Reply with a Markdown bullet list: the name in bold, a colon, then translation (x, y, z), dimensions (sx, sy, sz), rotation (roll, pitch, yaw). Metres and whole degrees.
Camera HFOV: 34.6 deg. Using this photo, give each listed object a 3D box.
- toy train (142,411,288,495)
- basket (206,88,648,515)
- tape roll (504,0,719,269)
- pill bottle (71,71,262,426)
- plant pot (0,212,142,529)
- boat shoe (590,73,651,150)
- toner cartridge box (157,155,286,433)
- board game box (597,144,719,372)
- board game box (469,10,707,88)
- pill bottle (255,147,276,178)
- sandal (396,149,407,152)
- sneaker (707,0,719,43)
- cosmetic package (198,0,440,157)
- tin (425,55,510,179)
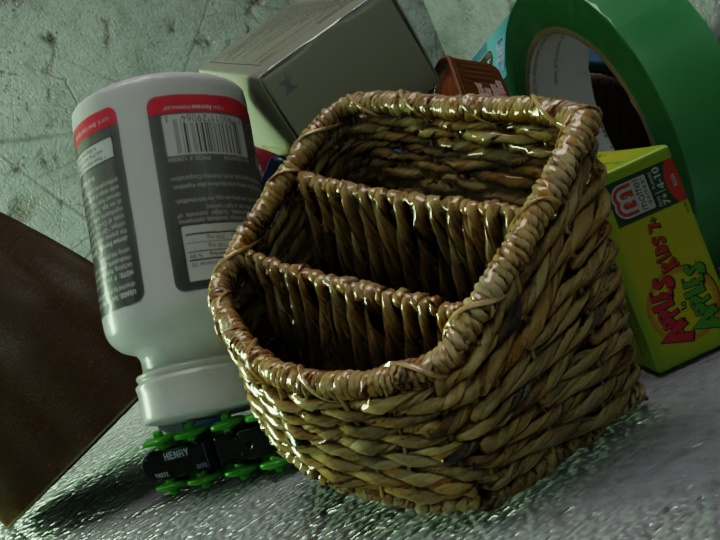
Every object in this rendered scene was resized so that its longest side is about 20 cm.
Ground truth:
- **toy train**: translation (-0.050, 0.097, 0.688), dimensions (0.200, 0.042, 0.056), rotation (-18, -1, 36)
- **basket**: translation (0.011, 0.007, 0.543), dimensions (0.143, 0.149, 0.200), rotation (-27, 25, -29)
- **tape roll**: translation (0.159, -0.085, 0.700), dimensions (0.048, 0.201, 0.200), rotation (-26, 8, -12)
- **pill bottle**: translation (-0.108, -0.010, 0.711), dimensions (0.111, 0.200, 0.111), rotation (-11, -10, -2)
- **plant pot**: translation (-0.252, 0.046, 0.823), dimensions (0.187, 0.200, 0.187), rotation (-45, 3, 3)
- **boat shoe**: translation (0.189, -0.098, 0.881), dimensions (0.202, 0.075, 0.075), rotation (17, -2, -40)
- **toner cartridge box**: translation (-0.078, 0.019, 0.811), dimensions (0.095, 0.043, 0.200), rotation (-75, 8, -84)
- **board game box**: translation (0.131, -0.013, 0.652), dimensions (0.048, 0.102, 0.200), rotation (-23, 7, -5)
- **board game box**: translation (0.160, -0.144, 0.926), dimensions (0.151, 0.047, 0.200), rotation (3, -16, -16)
- **pill bottle**: translation (-0.120, -0.050, 0.977), dimensions (0.200, 0.113, 0.113), rotation (-27, 8, -24)
- **sandal**: translation (0.000, 0.000, 0.766), dimensions (0.079, 0.087, 0.200), rotation (-66, -2, -66)
- **sneaker**: translation (0.279, -0.115, 0.818), dimensions (0.082, 0.200, 0.075), rotation (31, 64, 26)
- **cosmetic package**: translation (-0.035, -0.135, 0.797), dimensions (0.105, 0.071, 0.200), rotation (-36, 20, -7)
- **tin**: translation (0.065, -0.055, 0.702), dimensions (0.042, 0.112, 0.200), rotation (9, 32, -10)
